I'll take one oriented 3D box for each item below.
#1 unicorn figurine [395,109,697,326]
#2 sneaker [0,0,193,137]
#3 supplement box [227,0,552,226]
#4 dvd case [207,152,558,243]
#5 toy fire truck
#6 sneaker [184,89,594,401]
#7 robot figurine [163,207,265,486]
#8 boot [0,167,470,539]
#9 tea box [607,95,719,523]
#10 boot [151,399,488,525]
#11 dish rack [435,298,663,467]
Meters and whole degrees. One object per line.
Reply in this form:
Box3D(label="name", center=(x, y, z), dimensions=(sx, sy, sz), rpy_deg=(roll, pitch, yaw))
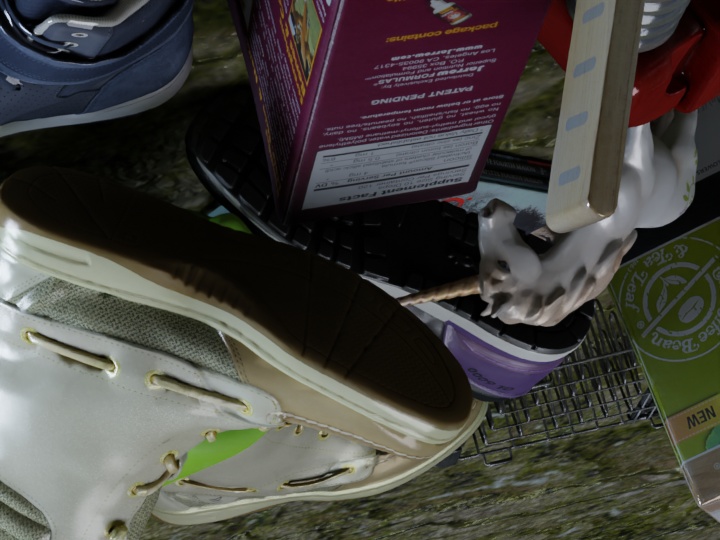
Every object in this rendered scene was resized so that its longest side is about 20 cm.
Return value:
Box3D(label="unicorn figurine", center=(0.107, -0.047, 1.081), dimensions=(0.074, 0.138, 0.199), rpy_deg=(17, -167, 36))
Box3D(label="sneaker", center=(-0.153, -0.087, 0.913), dimensions=(0.201, 0.077, 0.146), rpy_deg=(-20, 170, -13))
Box3D(label="supplement box", center=(0.009, -0.113, 0.925), dimensions=(0.085, 0.111, 0.200), rpy_deg=(-9, 157, -12))
Box3D(label="dvd case", center=(0.014, -0.021, 1.261), dimensions=(0.199, 0.022, 0.146), rpy_deg=(10, 148, -43))
Box3D(label="toy fire truck", center=(0.108, -0.098, 0.904), dimensions=(0.200, 0.129, 0.176), rpy_deg=(-33, 166, -23))
Box3D(label="sneaker", center=(0.000, 0.000, 1.123), dimensions=(0.199, 0.076, 0.088), rpy_deg=(32, 143, -4))
Box3D(label="robot figurine", center=(-0.108, 0.043, 1.125), dimensions=(0.200, 0.116, 0.175), rpy_deg=(-27, -168, 49))
Box3D(label="boot", center=(-0.069, 0.063, 0.987), dimensions=(0.199, 0.072, 0.155), rpy_deg=(23, 118, 1))
Box3D(label="tea box", center=(0.231, 0.002, 1.193), dimensions=(0.199, 0.198, 0.134), rpy_deg=(-27, 156, 13))
Box3D(label="boot", center=(-0.033, 0.065, 1.279), dimensions=(0.199, 0.072, 0.155), rpy_deg=(-15, 155, 0))
Box3D(label="dish rack", center=(0.130, 0.060, 1.482), dimensions=(0.199, 0.055, 0.154), rpy_deg=(-11, 159, -12))
